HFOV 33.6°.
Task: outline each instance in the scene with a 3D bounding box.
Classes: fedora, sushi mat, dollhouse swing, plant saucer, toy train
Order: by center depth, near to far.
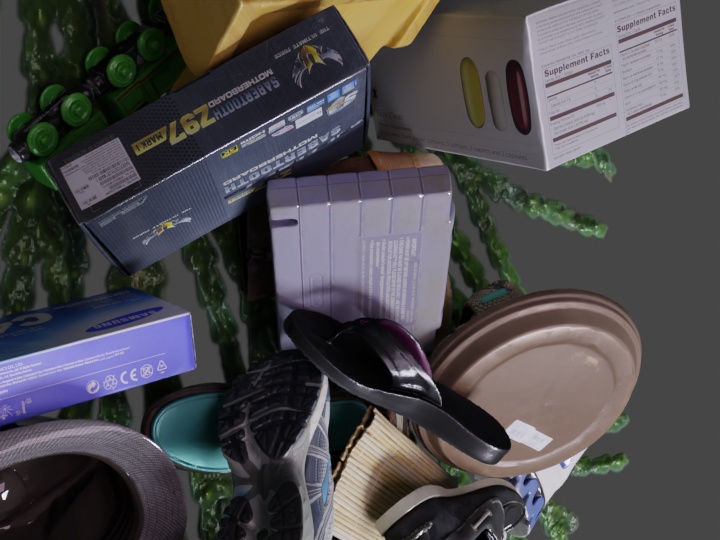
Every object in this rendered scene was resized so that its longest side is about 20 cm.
[{"bbox_3d":[-0.223,0.156,0.786,0.199,0.090,0.178,-26,128,-14],"label":"fedora"},{"bbox_3d":[-0.075,-0.194,0.813,0.200,0.175,0.183,-20,87,-45],"label":"dollhouse swing"},{"bbox_3d":[-0.156,-0.132,0.816,0.200,0.042,0.057,-46,134,-20],"label":"toy train"},{"bbox_3d":[0.025,0.181,0.948,0.096,0.012,0.200,-62,148,-12],"label":"sushi mat"},{"bbox_3d":[0.139,0.100,0.963,0.199,0.030,0.201,-11,132,-12],"label":"plant saucer"}]

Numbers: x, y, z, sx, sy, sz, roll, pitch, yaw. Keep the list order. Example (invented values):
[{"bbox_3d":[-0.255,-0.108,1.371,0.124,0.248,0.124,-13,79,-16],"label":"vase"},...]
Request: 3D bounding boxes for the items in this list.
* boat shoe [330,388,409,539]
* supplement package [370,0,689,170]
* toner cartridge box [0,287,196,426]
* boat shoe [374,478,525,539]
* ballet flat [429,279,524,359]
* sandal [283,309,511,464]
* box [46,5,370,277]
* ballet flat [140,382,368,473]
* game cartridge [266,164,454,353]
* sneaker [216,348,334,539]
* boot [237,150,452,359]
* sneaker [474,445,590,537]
[{"bbox_3d":[0.010,0.174,1.001,0.075,0.074,0.203,-3,109,-50],"label":"boat shoe"},{"bbox_3d":[0.119,-0.163,0.912,0.155,0.200,0.111,-24,114,-30],"label":"supplement package"},{"bbox_3d":[-0.218,0.060,0.779,0.199,0.095,0.043,-15,109,-34],"label":"toner cartridge box"},{"bbox_3d":[0.085,0.214,0.968,0.072,0.068,0.200,-49,154,17],"label":"boat shoe"},{"bbox_3d":[0.080,0.093,0.991,0.075,0.068,0.201,-14,136,-34],"label":"ballet flat"},{"bbox_3d":[0.034,0.072,0.870,0.200,0.075,0.048,30,108,-20],"label":"sandal"},{"bbox_3d":[-0.089,-0.077,0.774,0.199,0.158,0.051,-29,81,-7],"label":"box"},{"bbox_3d":[-0.086,0.117,0.907,0.199,0.068,0.068,7,95,-36],"label":"ballet flat"},{"bbox_3d":[0.000,0.000,0.868,0.129,0.039,0.200,-9,145,-7],"label":"game cartridge"},{"bbox_3d":[-0.054,0.146,0.831,0.087,0.077,0.201,64,23,-44],"label":"sneaker"},{"bbox_3d":[-0.014,0.002,0.950,0.165,0.072,0.201,-13,122,-17],"label":"boot"},{"bbox_3d":[0.153,0.134,1.094,0.115,0.080,0.200,-34,125,-31],"label":"sneaker"}]
